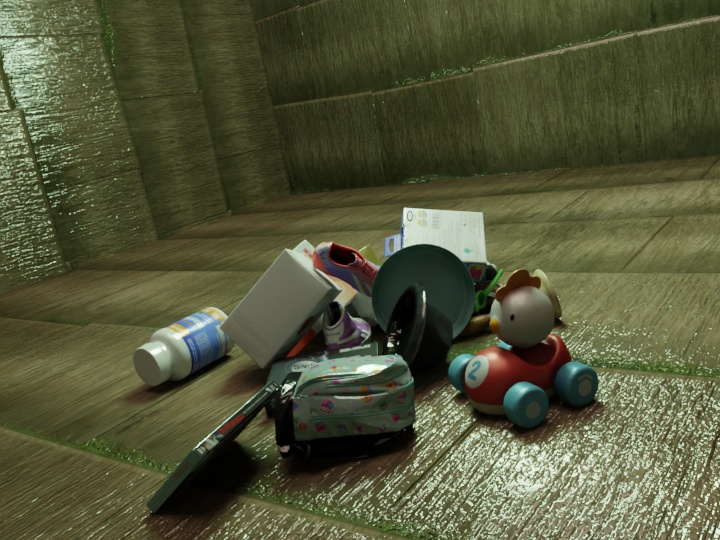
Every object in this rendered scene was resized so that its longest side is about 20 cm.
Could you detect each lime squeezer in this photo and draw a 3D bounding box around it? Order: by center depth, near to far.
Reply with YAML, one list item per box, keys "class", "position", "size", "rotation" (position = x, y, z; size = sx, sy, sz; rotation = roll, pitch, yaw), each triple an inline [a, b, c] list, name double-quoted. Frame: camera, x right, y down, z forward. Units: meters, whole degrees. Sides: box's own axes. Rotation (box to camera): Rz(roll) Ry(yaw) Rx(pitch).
- class: "lime squeezer"
  position: [0.218, 0.064, 1.371]
  size: [0.199, 0.038, 0.071]
  rotation: [-31, 11, -5]

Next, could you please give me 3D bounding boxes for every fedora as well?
- class: "fedora"
  position: [0.108, 0.116, 1.213]
  size: [0.091, 0.202, 0.201]
  rotation: [18, 10, -10]

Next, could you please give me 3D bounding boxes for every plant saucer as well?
- class: "plant saucer"
  position: [0.119, 0.049, 1.319]
  size: [0.199, 0.201, 0.027]
  rotation: [-11, 4, -1]

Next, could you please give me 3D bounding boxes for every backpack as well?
- class: "backpack"
  position: [-0.019, 0.192, 1.006]
  size: [0.199, 0.127, 0.167]
  rotation: [-6, 11, 6]

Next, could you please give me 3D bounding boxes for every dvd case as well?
- class: "dvd case"
  position: [-0.204, 0.246, 0.977]
  size: [0.146, 0.022, 0.200]
  rotation: [-49, -5, 30]

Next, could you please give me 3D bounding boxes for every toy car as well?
- class: "toy car"
  position: [0.229, 0.098, 1.029]
  size: [0.176, 0.201, 0.184]
  rotation: [-16, 15, -21]

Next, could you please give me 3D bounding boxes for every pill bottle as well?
- class: "pill bottle"
  position: [-0.366, 0.160, 1.426]
  size: [0.112, 0.113, 0.200]
  rotation: [-1, 17, 36]

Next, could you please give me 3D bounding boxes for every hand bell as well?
- class: "hand bell"
  position: [0.277, 0.085, 1.336]
  size: [0.199, 0.105, 0.104]
  rotation: [-24, 14, 0]

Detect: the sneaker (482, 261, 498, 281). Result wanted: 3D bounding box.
- class: "sneaker"
  position: [0.257, -0.009, 1.541]
  size: [0.075, 0.087, 0.200]
  rotation: [-2, -6, -7]

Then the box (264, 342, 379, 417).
- class: "box"
  position: [-0.062, 0.190, 1.213]
  size: [0.199, 0.044, 0.160]
  rotation: [-10, 14, 5]

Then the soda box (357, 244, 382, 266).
- class: "soda box"
  position: [-0.050, 0.025, 1.500]
  size: [0.199, 0.064, 0.068]
  rotation: [-32, -6, -16]

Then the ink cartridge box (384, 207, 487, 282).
- class: "ink cartridge box"
  position: [0.150, -0.053, 1.398]
  size: [0.199, 0.077, 0.137]
  rotation: [4, 53, -2]

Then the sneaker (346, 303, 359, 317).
- class: "sneaker"
  position: [-0.028, 0.078, 1.559]
  size: [0.115, 0.076, 0.199]
  rotation: [0, 15, 46]

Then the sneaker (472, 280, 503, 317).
- class: "sneaker"
  position: [0.214, 0.070, 1.419]
  size: [0.199, 0.076, 0.116]
  rotation: [-12, 18, -2]

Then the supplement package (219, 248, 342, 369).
- class: "supplement package"
  position: [-0.150, 0.074, 1.331]
  size: [0.200, 0.120, 0.121]
  rotation: [-50, -10, 4]

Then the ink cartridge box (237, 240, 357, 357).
- class: "ink cartridge box"
  position: [-0.130, 0.058, 1.415]
  size: [0.200, 0.162, 0.050]
  rotation: [-43, -7, -21]

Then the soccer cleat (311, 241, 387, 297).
- class: "soccer cleat"
  position: [0.000, 0.000, 1.321]
  size: [0.199, 0.067, 0.076]
  rotation: [24, -27, -23]

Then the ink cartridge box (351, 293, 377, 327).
- class: "ink cartridge box"
  position: [0.089, 0.024, 1.482]
  size: [0.200, 0.083, 0.146]
  rotation: [-37, 0, -28]

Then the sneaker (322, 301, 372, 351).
- class: "sneaker"
  position: [-0.026, 0.106, 1.376]
  size: [0.072, 0.115, 0.201]
  rotation: [-9, 13, 12]
